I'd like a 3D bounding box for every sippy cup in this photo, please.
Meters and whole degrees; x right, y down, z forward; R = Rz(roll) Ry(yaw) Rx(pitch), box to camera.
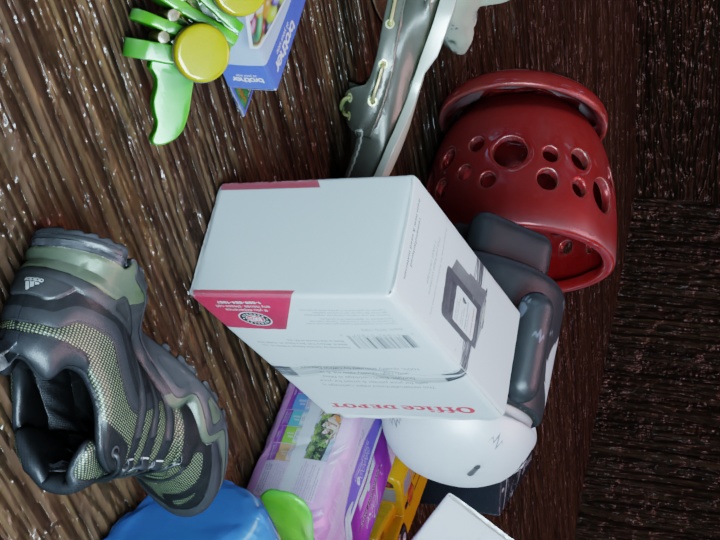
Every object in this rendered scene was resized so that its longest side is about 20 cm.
[{"bbox_3d":[-0.086,0.196,0.782,0.178,0.138,0.132,-111,-173,-66],"label":"sippy cup"}]

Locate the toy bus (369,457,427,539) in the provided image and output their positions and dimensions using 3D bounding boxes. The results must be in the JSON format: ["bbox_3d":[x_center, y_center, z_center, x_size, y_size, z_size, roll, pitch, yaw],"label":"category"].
[{"bbox_3d":[0.025,0.174,1.251,0.201,0.064,0.079,-62,153,-52],"label":"toy bus"}]

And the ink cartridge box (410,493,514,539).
[{"bbox_3d":[0.035,0.290,1.093,0.146,0.086,0.201,-46,168,-38],"label":"ink cartridge box"}]

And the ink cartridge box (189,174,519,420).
[{"bbox_3d":[0.004,0.024,0.913,0.200,0.144,0.084,47,49,-53],"label":"ink cartridge box"}]

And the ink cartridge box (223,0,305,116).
[{"bbox_3d":[-0.068,-0.199,0.845,0.201,0.041,0.121,73,28,-57],"label":"ink cartridge box"}]

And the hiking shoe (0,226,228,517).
[{"bbox_3d":[-0.131,0.075,0.687,0.101,0.075,0.201,-62,145,-34],"label":"hiking shoe"}]

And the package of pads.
[{"bbox_3d":[-0.026,0.151,1.046,0.121,0.075,0.201,76,25,-43],"label":"package of pads"}]

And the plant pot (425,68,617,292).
[{"bbox_3d":[0.164,-0.090,1.415,0.201,0.198,0.185,60,33,-64],"label":"plant pot"}]

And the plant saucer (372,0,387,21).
[{"bbox_3d":[0.047,-0.315,1.210,0.200,0.036,0.203,5,90,-74],"label":"plant saucer"}]

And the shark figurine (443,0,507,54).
[{"bbox_3d":[0.121,-0.318,1.356,0.127,0.215,0.090,13,40,-46],"label":"shark figurine"}]

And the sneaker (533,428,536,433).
[{"bbox_3d":[0.072,0.101,1.243,0.071,0.200,0.073,-38,172,-46],"label":"sneaker"}]

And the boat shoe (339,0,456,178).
[{"bbox_3d":[0.018,-0.143,1.113,0.072,0.060,0.204,-73,-175,-79],"label":"boat shoe"}]

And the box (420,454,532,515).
[{"bbox_3d":[0.116,0.126,1.454,0.200,0.122,0.199,-26,122,-71],"label":"box"}]

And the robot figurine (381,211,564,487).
[{"bbox_3d":[0.088,0.062,1.048,0.150,0.123,0.202,56,45,-65],"label":"robot figurine"}]

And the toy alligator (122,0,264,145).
[{"bbox_3d":[-0.076,-0.164,0.738,0.202,0.054,0.059,-61,-158,-1],"label":"toy alligator"}]
